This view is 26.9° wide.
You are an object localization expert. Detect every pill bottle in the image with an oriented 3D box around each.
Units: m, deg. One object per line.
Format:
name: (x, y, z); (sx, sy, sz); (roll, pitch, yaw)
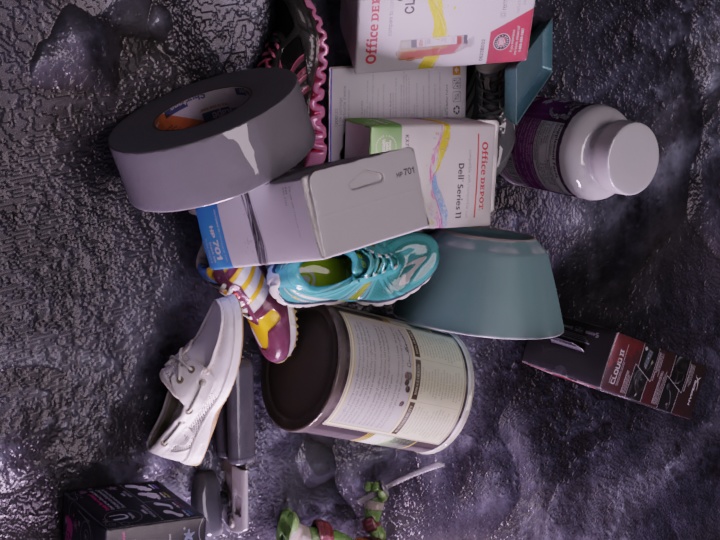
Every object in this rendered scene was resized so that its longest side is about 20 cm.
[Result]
pill bottle: (0.254, -0.144, 1.779); (0.111, 0.199, 0.114); (-9, 105, -34)

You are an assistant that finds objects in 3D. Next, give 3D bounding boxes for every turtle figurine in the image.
turtle figurine: (0.015, 0.302, 1.744); (0.192, 0.200, 0.146); (6, 62, -32)

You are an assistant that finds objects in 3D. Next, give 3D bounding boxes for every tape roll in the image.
tape roll: (-0.147, -0.132, 1.492); (0.199, 0.199, 0.067); (-30, 116, -27)

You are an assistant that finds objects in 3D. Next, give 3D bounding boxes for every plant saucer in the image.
plant saucer: (0.198, -0.236, 1.764); (0.200, 0.019, 0.071); (-51, 144, -59)

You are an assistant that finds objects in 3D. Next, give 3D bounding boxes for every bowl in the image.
bowl: (0.141, 0.008, 1.731); (0.199, 0.200, 0.106); (1, 99, -36)

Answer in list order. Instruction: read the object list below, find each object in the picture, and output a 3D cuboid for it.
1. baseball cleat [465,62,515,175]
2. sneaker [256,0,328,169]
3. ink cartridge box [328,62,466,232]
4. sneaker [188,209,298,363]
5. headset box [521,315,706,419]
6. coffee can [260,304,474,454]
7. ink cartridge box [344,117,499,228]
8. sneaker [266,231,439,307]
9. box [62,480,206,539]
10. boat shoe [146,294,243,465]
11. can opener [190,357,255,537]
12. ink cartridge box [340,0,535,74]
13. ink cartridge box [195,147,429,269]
baseball cleat: (0.147, -0.211, 1.752); (0.106, 0.069, 0.203); (3, 90, -77)
sneaker: (-0.088, -0.200, 1.607); (0.094, 0.079, 0.203); (-6, 103, -23)
ink cartridge box: (0.034, -0.140, 1.718); (0.198, 0.043, 0.201); (-8, 105, -36)
sneaker: (-0.132, 0.011, 1.617); (0.089, 0.075, 0.202); (-21, 103, -32)
headset box: (0.316, 0.117, 1.914); (0.199, 0.148, 0.078); (21, 87, -36)
coffee can: (0.009, 0.121, 1.693); (0.198, 0.146, 0.148); (15, 92, -37)
ink cartridge box: (0.083, -0.109, 1.676); (0.198, 0.067, 0.119); (-4, 103, -26)
sneaker: (0.000, 0.000, 1.593); (0.198, 0.080, 0.078); (-12, 83, -23)
box: (-0.242, 0.338, 1.568); (0.114, 0.132, 0.203); (-1, 101, -32)
boat shoe: (-0.177, 0.116, 1.586); (0.069, 0.071, 0.202); (11, 111, -23)
can opener: (-0.152, 0.195, 1.651); (0.066, 0.053, 0.203); (-9, 104, -35)
ink cartridge box: (0.083, -0.297, 1.619); (0.197, 0.084, 0.146); (-6, 138, -8)
ink cartridge box: (-0.051, -0.061, 1.506); (0.145, 0.199, 0.087); (-17, 99, -37)
